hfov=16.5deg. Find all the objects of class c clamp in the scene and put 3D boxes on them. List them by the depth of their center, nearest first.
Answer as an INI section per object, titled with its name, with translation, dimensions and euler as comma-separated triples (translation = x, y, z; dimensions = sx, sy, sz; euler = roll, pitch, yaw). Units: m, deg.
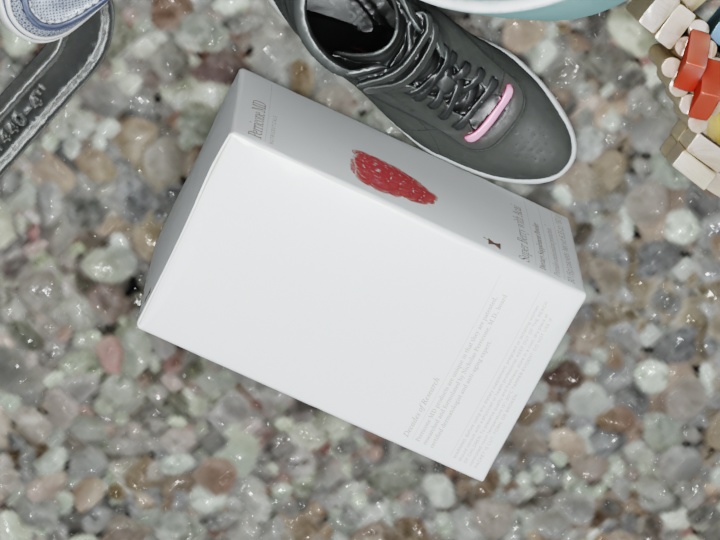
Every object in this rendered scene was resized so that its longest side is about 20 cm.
[c clamp]
translation = -0.217, -0.129, 1.280
dimensions = 0.171, 0.027, 0.200
euler = 37, 87, -33

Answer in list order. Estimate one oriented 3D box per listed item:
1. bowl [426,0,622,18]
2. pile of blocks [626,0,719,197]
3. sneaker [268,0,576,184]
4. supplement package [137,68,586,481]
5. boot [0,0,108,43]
[bowl]
translation = 0.094, -0.205, 1.229
dimensions = 0.201, 0.105, 0.201
euler = -7, 72, 22
[pile of blocks]
translation = 0.183, -0.129, 1.306
dimensions = 0.082, 0.062, 0.200
euler = -18, 105, 2
[sneaker]
translation = 0.033, -0.101, 1.288
dimensions = 0.200, 0.099, 0.071
euler = 36, 98, -12
[supplement package]
translation = 0.000, 0.000, 1.296
dimensions = 0.200, 0.121, 0.120
euler = 24, 109, -9
[boot]
translation = -0.107, -0.192, 1.244
dimensions = 0.073, 0.090, 0.200
euler = 33, 94, -34
